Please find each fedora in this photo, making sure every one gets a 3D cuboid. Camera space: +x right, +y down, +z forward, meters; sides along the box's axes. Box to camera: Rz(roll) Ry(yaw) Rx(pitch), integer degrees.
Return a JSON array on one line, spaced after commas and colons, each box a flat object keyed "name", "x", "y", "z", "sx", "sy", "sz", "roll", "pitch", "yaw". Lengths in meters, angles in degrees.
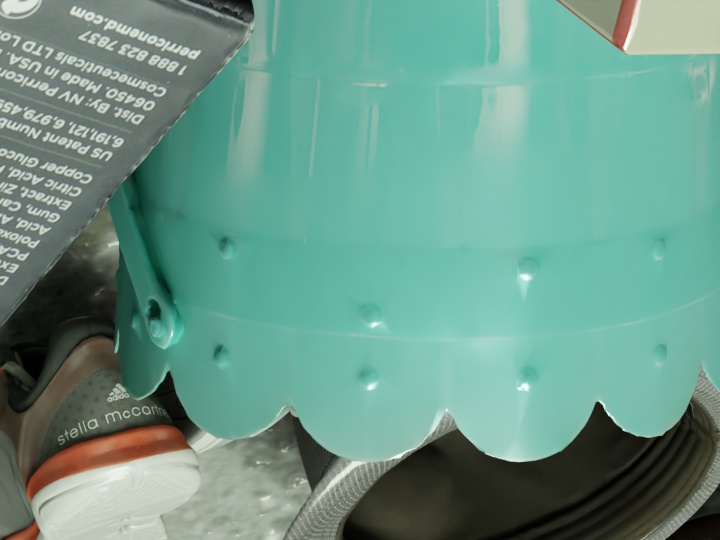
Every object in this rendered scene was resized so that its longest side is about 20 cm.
[{"name": "fedora", "x": 0.045, "y": 0.061, "z": 0.977, "sx": 0.200, "sy": 0.090, "sz": 0.177, "roll": -26, "pitch": 143, "yaw": 0}]

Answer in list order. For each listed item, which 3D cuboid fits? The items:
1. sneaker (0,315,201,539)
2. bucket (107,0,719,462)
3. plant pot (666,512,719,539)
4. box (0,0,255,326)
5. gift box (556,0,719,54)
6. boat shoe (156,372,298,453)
[{"name": "sneaker", "x": -0.113, "y": 0.069, "z": 0.957, "sx": 0.077, "sy": 0.082, "sz": 0.200, "roll": -11, "pitch": 165, "yaw": -28}, {"name": "bucket", "x": 0.021, "y": -0.041, "z": 0.744, "sx": 0.207, "sy": 0.207, "sz": 0.135, "roll": -5, "pitch": 107, "yaw": -18}, {"name": "plant pot", "x": 0.131, "y": 0.199, "z": 1.065, "sx": 0.187, "sy": 0.187, "sz": 0.200, "roll": -38, "pitch": 160, "yaw": 23}, {"name": "box", "x": -0.146, "y": -0.080, "z": 0.652, "sx": 0.117, "sy": 0.197, "sz": 0.200, "roll": 17, "pitch": 130, "yaw": -36}, {"name": "gift box", "x": 0.095, "y": -0.178, "z": 0.638, "sx": 0.186, "sy": 0.185, "sz": 0.200, "roll": -6, "pitch": 117, "yaw": -31}, {"name": "boat shoe", "x": 0.000, "y": -0.002, "z": 0.912, "sx": 0.065, "sy": 0.074, "sz": 0.202, "roll": 26, "pitch": 117, "yaw": -38}]
